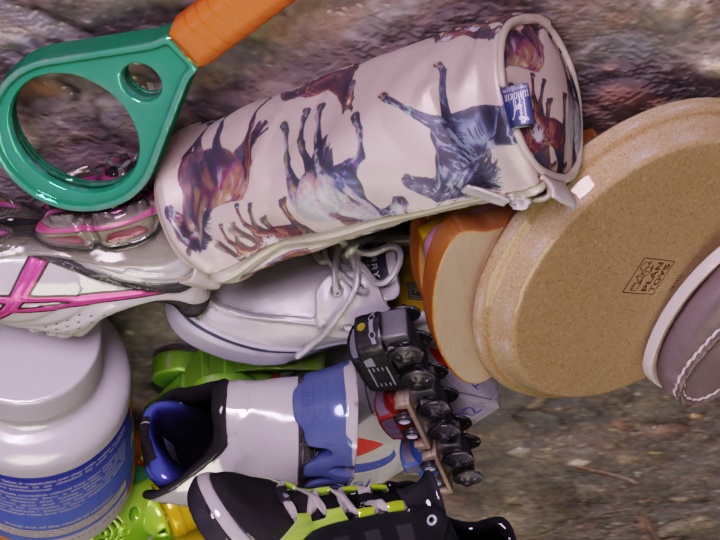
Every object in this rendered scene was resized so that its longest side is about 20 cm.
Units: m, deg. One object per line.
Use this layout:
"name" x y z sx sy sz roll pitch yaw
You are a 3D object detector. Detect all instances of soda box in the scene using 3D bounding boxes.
"soda box" 0.005 0.085 1.065 0.063 0.068 0.200 14 148 -27

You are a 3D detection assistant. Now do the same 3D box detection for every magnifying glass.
"magnifying glass" -0.090 -0.089 0.761 0.200 0.022 0.080 -32 111 32

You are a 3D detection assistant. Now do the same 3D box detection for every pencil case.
"pencil case" 0.001 -0.050 0.792 0.200 0.090 0.078 -16 148 26

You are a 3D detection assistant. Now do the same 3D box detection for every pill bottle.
"pill bottle" -0.186 0.080 0.998 0.112 0.112 0.200 2 152 -6

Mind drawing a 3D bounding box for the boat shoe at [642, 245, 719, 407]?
"boat shoe" 0.223 0.001 0.850 0.200 0.060 0.072 -47 142 19

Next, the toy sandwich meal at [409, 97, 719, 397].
"toy sandwich meal" 0.120 -0.015 0.867 0.205 0.070 0.205 -21 138 -20

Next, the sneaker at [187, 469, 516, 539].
"sneaker" 0.004 0.130 0.900 0.200 0.072 0.083 25 106 -30

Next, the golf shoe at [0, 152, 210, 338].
"golf shoe" -0.173 0.004 0.870 0.200 0.073 0.092 -8 123 13

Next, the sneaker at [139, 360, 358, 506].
"sneaker" -0.068 0.111 0.973 0.115 0.081 0.200 5 144 -6

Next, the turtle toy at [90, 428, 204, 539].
"turtle toy" -0.184 0.172 1.177 0.146 0.101 0.200 -23 159 -15

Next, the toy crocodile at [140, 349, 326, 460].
"toy crocodile" -0.084 0.071 1.033 0.062 0.068 0.200 12 149 -23

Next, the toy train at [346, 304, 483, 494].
"toy train" 0.030 0.076 0.945 0.046 0.034 0.200 -9 149 11

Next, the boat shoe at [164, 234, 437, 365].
"boat shoe" 0.001 0.004 0.908 0.202 0.075 0.086 3 152 -15
